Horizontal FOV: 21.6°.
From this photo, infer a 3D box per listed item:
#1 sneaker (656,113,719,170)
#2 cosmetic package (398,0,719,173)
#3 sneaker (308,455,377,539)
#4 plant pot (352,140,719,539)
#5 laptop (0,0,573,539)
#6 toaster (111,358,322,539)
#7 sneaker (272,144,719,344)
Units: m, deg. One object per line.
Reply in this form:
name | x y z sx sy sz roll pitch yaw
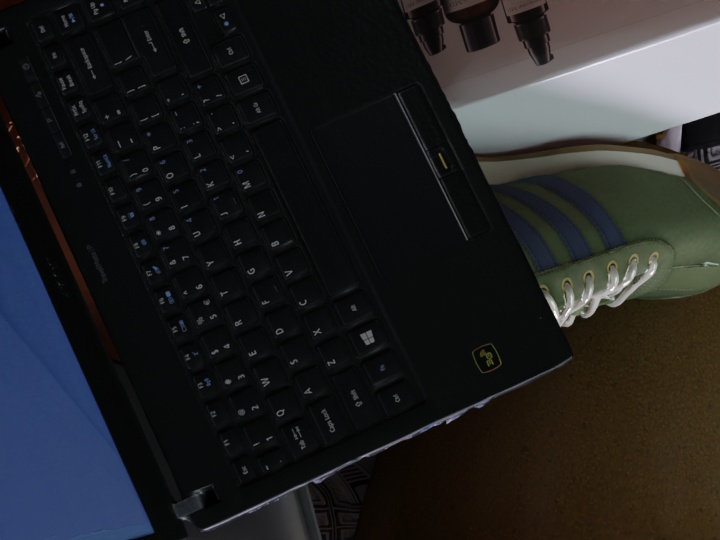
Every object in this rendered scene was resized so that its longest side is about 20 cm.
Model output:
sneaker | 0.175 -0.031 0.839 0.076 0.088 0.200 -9 128 -37
cosmetic package | 0.113 -0.098 0.663 0.200 0.083 0.051 -18 143 7
sneaker | -0.038 0.085 0.777 0.200 0.076 0.088 26 85 -53
plant pot | 0.090 0.055 0.755 0.186 0.186 0.200 35 55 -53
laptop | -0.059 -0.020 0.532 0.200 0.177 0.103 -24 169 -8
toaster | -0.115 0.124 0.626 0.200 0.119 0.181 22 109 -23
sneaker | 0.048 0.006 0.637 0.200 0.090 0.067 6 139 -20
